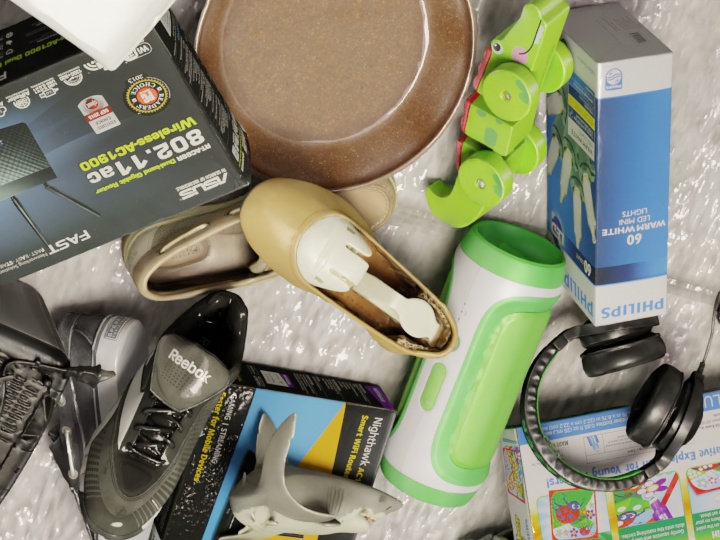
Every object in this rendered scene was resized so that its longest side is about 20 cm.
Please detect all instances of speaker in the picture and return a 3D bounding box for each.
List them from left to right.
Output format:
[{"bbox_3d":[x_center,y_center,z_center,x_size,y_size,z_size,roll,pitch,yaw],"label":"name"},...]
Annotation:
[{"bbox_3d":[0.081,0.068,1.723,0.088,0.089,0.201,12,111,-22],"label":"speaker"}]

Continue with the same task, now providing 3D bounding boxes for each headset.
[{"bbox_3d":[0.208,0.079,1.756,0.199,0.094,0.124,-35,90,-6],"label":"headset"}]

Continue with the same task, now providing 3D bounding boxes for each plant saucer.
[{"bbox_3d":[-0.020,-0.152,1.607,0.199,0.037,0.202,-7,114,-16],"label":"plant saucer"}]

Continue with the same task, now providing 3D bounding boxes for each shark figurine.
[{"bbox_3d":[-0.059,0.141,1.648,0.127,0.214,0.090,-8,78,15],"label":"shark figurine"}]

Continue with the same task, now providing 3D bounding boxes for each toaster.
[{"bbox_3d":[-0.301,0.081,1.593,0.199,0.119,0.181,25,107,-25],"label":"toaster"}]

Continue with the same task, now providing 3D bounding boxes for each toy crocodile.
[{"bbox_3d":[0.097,-0.110,1.630,0.067,0.062,0.201,-43,157,-43],"label":"toy crocodile"}]

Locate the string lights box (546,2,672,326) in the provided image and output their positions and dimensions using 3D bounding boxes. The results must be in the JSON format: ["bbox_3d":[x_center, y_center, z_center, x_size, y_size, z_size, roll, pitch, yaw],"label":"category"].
[{"bbox_3d":[0.175,-0.075,1.670,0.059,0.103,0.201,-9,117,-14],"label":"string lights box"}]

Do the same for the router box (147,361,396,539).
[{"bbox_3d":[-0.074,0.170,1.744,0.148,0.051,0.201,10,111,-21],"label":"router box"}]

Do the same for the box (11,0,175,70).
[{"bbox_3d":[-0.166,-0.272,1.413,0.171,0.199,0.200,33,105,-29],"label":"box"}]

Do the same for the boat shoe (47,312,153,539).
[{"bbox_3d":[-0.188,0.123,1.681,0.067,0.072,0.201,8,118,19],"label":"boat shoe"}]

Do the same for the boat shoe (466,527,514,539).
[{"bbox_3d":[0.133,0.214,1.821,0.201,0.074,0.065,-18,114,-12],"label":"boat shoe"}]

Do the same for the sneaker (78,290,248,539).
[{"bbox_3d":[-0.130,0.088,1.595,0.066,0.201,0.091,30,145,-2],"label":"sneaker"}]

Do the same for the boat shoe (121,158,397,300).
[{"bbox_3d":[-0.065,-0.022,1.644,0.199,0.065,0.073,-14,119,-10],"label":"boat shoe"}]

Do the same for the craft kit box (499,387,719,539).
[{"bbox_3d":[0.214,0.200,1.792,0.199,0.048,0.199,-8,86,-19],"label":"craft kit box"}]

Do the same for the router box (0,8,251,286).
[{"bbox_3d":[-0.191,-0.089,1.536,0.199,0.062,0.150,-21,132,11],"label":"router box"}]

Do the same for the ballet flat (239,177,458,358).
[{"bbox_3d":[0.000,0.000,1.618,0.200,0.063,0.069,35,86,-40],"label":"ballet flat"}]
